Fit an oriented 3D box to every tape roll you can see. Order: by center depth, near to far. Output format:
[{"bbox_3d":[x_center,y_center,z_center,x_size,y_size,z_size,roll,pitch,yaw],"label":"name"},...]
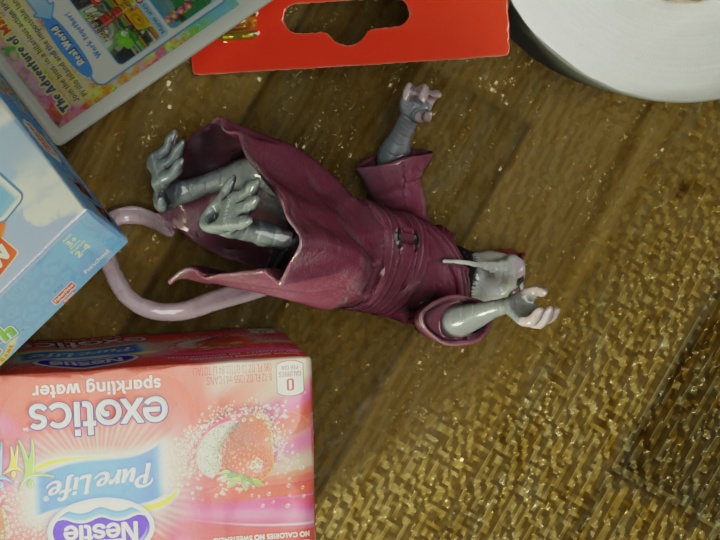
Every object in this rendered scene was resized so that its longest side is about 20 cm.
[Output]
[{"bbox_3d":[0.147,-0.181,1.395,0.200,0.066,0.200,-1,97,-10],"label":"tape roll"}]

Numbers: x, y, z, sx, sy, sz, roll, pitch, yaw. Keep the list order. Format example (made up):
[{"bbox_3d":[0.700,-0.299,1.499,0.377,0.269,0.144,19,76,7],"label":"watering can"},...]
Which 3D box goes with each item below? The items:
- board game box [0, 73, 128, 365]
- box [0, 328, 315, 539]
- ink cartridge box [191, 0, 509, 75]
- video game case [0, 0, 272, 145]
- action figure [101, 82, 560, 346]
[{"bbox_3d":[-0.204,-0.023,1.278,0.151,0.200,0.037,-44,139,4],"label":"board game box"},{"bbox_3d":[-0.125,0.087,1.359,0.200,0.095,0.103,-2,98,-11],"label":"box"},{"bbox_3d":[-0.018,-0.192,1.339,0.160,0.047,0.200,-2,96,16],"label":"ink cartridge box"},{"bbox_3d":[-0.127,-0.185,1.332,0.182,0.024,0.200,-33,103,17],"label":"video game case"},{"bbox_3d":[0.000,0.000,1.370,0.200,0.134,0.149,18,132,-37],"label":"action figure"}]
